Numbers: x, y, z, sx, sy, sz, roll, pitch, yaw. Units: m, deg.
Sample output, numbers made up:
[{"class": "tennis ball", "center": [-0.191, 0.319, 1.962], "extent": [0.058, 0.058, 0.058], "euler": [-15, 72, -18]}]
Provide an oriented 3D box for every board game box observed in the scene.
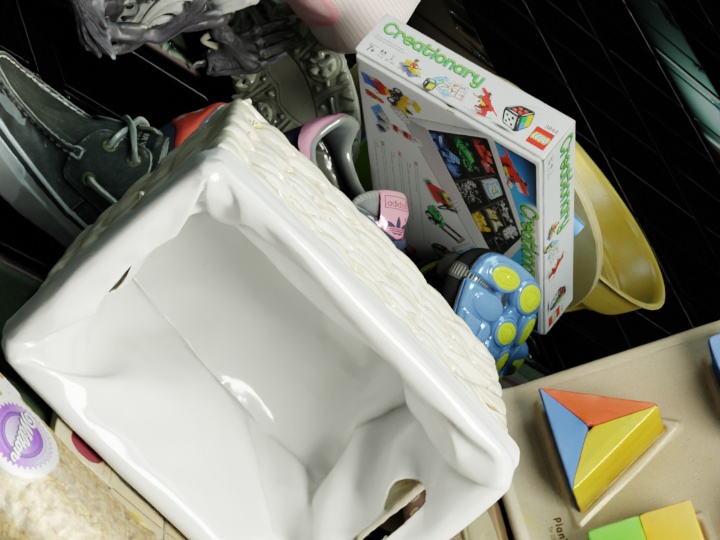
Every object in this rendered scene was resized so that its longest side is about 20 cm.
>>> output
[{"class": "board game box", "center": [0.062, -0.050, 1.332], "extent": [0.126, 0.035, 0.200], "euler": [32, -22, 20]}]

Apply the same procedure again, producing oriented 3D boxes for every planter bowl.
[{"class": "planter bowl", "center": [0.114, -0.031, 1.598], "extent": [0.200, 0.083, 0.200], "euler": [43, 21, -21]}]

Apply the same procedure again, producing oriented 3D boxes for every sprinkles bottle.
[{"class": "sprinkles bottle", "center": [-0.146, 0.074, 0.869], "extent": [0.200, 0.068, 0.068], "euler": [47, 20, -11]}]

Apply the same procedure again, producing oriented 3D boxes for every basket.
[{"class": "basket", "center": [-0.040, 0.039, 1.050], "extent": [0.200, 0.136, 0.123], "euler": [46, 16, -14]}]

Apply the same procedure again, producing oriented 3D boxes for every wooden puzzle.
[{"class": "wooden puzzle", "center": [0.172, 0.103, 1.150], "extent": [0.046, 0.200, 0.185], "euler": [75, 0, -54]}]

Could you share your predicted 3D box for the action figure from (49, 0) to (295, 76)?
[{"class": "action figure", "center": [-0.115, -0.171, 1.318], "extent": [0.119, 0.102, 0.200], "euler": [60, 18, 19]}]

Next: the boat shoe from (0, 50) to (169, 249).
[{"class": "boat shoe", "center": [-0.117, -0.043, 1.128], "extent": [0.200, 0.071, 0.072], "euler": [45, 21, -15]}]

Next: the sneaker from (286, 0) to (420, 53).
[{"class": "sneaker", "center": [-0.024, -0.190, 1.395], "extent": [0.105, 0.075, 0.200], "euler": [50, 5, -29]}]

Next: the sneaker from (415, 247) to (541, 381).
[{"class": "sneaker", "center": [0.054, 0.028, 1.336], "extent": [0.083, 0.071, 0.200], "euler": [40, -9, 9]}]

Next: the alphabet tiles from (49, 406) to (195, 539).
[{"class": "alphabet tiles", "center": [-0.066, 0.109, 1.073], "extent": [0.200, 0.006, 0.166], "euler": [43, 22, -23]}]

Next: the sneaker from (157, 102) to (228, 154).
[{"class": "sneaker", "center": [-0.043, 0.002, 1.192], "extent": [0.200, 0.085, 0.075], "euler": [54, 20, 6]}]

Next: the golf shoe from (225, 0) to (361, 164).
[{"class": "golf shoe", "center": [-0.043, -0.133, 1.453], "extent": [0.097, 0.078, 0.200], "euler": [27, 31, -61]}]

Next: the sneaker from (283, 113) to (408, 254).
[{"class": "sneaker", "center": [0.000, 0.000, 1.295], "extent": [0.070, 0.082, 0.200], "euler": [14, 42, -59]}]

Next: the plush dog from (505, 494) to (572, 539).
[{"class": "plush dog", "center": [0.141, 0.161, 1.245], "extent": [0.160, 0.200, 0.172], "euler": [22, -23, 53]}]

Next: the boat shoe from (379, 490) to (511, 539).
[{"class": "boat shoe", "center": [0.031, 0.107, 1.190], "extent": [0.072, 0.072, 0.200], "euler": [66, 8, -52]}]

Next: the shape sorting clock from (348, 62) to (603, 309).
[{"class": "shape sorting clock", "center": [0.067, -0.054, 1.428], "extent": [0.200, 0.200, 0.039], "euler": [49, 59, -7]}]
